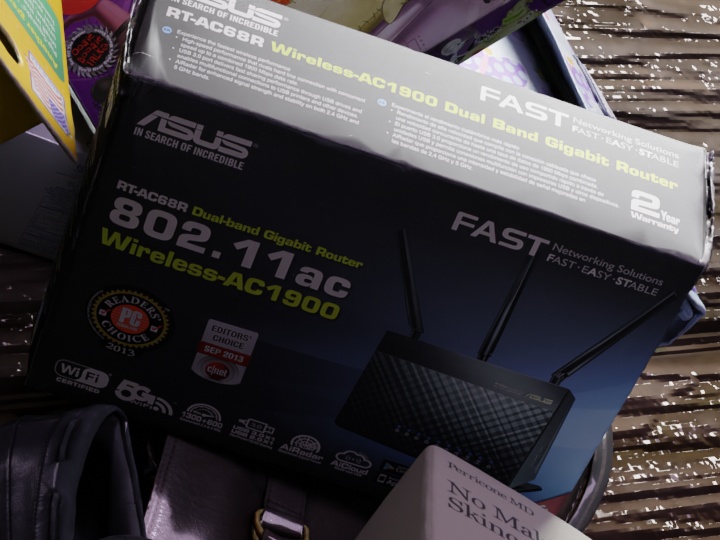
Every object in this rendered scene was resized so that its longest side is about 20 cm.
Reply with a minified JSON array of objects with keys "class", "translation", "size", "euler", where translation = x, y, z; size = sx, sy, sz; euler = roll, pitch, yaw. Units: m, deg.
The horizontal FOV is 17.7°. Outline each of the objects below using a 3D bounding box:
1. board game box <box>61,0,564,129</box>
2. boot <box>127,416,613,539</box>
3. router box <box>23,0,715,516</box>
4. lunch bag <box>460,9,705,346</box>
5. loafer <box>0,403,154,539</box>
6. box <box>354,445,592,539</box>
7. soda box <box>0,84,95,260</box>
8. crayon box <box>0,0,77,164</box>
[{"class":"board game box","translation":[-0.018,-0.112,0.852],"size":[0.199,0.032,0.120],"euler":[-32,64,-4]},{"class":"boot","translation":[-0.002,0.076,0.848],"size":[0.173,0.069,0.201],"euler":[27,45,-11]},{"class":"router box","translation":[0.000,0.000,0.776],"size":[0.199,0.150,0.062],"euler":[17,42,-7]},{"class":"lunch bag","translation":[0.038,-0.049,0.944],"size":[0.199,0.127,0.170],"euler":[7,49,-37]},{"class":"loafer","translation":[-0.084,0.110,0.716],"size":[0.068,0.070,0.201],"euler":[58,5,-37]},{"class":"box","translation":[0.034,0.137,0.696],"size":[0.082,0.069,0.200],"euler":[31,19,-11]},{"class":"soda box","translation":[-0.190,-0.075,0.860],"size":[0.199,0.064,0.068],"euler":[20,45,-19]},{"class":"crayon box","translation":[-0.153,-0.127,0.784],"size":[0.126,0.051,0.201],"euler":[57,12,-38]}]
